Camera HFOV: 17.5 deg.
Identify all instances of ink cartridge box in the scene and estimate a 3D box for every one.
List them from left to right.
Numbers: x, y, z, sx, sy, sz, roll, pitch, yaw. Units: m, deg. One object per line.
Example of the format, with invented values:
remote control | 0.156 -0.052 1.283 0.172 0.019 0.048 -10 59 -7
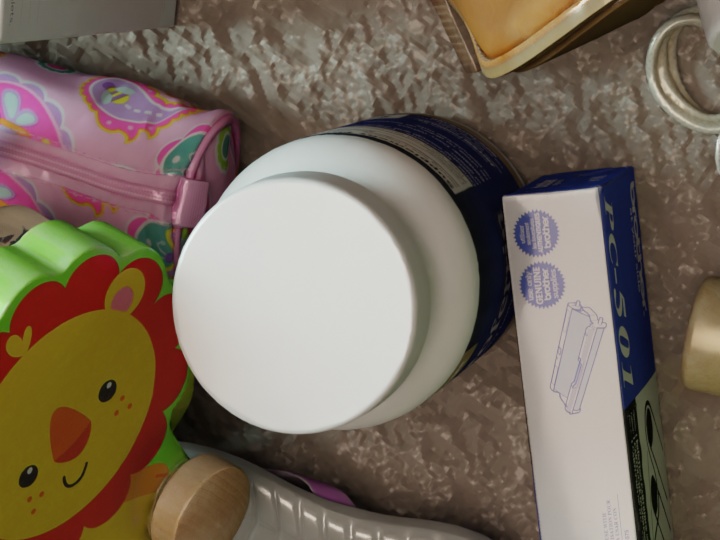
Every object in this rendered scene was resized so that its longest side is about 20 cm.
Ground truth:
ink cartridge box | 0.098 0.062 0.976 0.044 0.094 0.202 -5 96 16

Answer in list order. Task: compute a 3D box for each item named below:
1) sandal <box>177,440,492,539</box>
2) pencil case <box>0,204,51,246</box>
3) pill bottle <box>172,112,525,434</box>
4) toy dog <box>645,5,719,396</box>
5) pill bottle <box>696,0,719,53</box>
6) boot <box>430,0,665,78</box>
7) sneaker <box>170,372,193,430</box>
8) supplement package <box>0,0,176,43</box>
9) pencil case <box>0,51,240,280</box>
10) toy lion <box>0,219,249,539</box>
sandal | -0.024 0.122 1.044 0.201 0.050 0.083 18 118 8
pencil case | -0.182 0.056 0.924 0.078 0.200 0.089 48 148 -2
pill bottle | 0.000 0.000 0.939 0.115 0.200 0.117 2 99 15
toy dog | 0.184 -0.020 0.940 0.131 0.096 0.202 -8 96 15
pill bottle | 0.154 -0.191 0.891 0.119 0.119 0.202 -15 79 17
boot | 0.052 -0.160 0.913 0.076 0.200 0.156 -24 98 -6
sneaker | -0.175 0.038 1.038 0.199 0.074 0.084 24 114 -10
supplement package | -0.172 -0.178 0.961 0.149 0.200 0.153 7 99 14
pencil case | -0.152 -0.053 1.035 0.198 0.087 0.088 16 101 12
toy lion | -0.131 0.086 0.889 0.068 0.192 0.200 28 70 31
